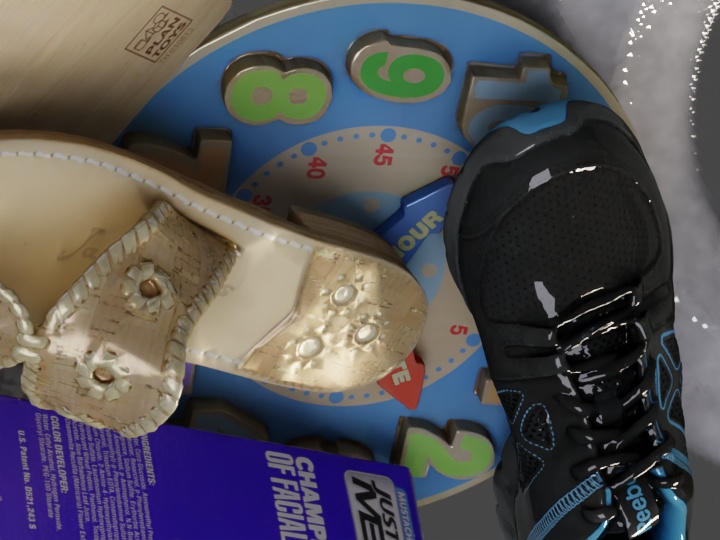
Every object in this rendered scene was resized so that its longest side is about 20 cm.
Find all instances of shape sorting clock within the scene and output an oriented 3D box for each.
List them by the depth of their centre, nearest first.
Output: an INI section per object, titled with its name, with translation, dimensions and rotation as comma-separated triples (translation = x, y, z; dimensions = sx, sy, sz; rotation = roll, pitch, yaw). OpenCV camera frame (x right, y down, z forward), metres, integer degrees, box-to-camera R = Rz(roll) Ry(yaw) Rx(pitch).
[shape sorting clock]
translation = 0.000, 0.000, 0.926
dimensions = 0.200, 0.039, 0.200
rotation = -8, 123, -13

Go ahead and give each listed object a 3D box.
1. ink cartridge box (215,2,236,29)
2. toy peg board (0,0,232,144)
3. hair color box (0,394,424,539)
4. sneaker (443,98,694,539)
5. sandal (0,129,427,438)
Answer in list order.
[ink cartridge box]
translation = -0.119, -0.062, 0.911
dimensions = 0.162, 0.050, 0.200
rotation = -13, 114, 9
[toy peg board]
translation = -0.172, -0.059, 0.805
dimensions = 0.200, 0.199, 0.098
rotation = -47, 65, 11
[hair color box]
translation = -0.087, 0.099, 0.910
dimensions = 0.200, 0.065, 0.109
rotation = 11, 143, -36
[sneaker]
translation = 0.079, 0.037, 0.904
dimensions = 0.073, 0.082, 0.200
rotation = -20, 128, -9
[sandal]
translation = -0.057, 0.015, 0.822
dimensions = 0.211, 0.070, 0.078
rotation = 8, 120, -37
